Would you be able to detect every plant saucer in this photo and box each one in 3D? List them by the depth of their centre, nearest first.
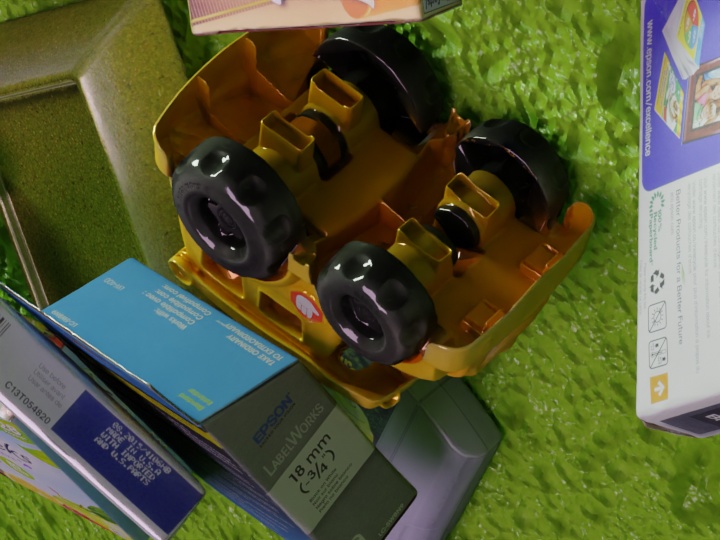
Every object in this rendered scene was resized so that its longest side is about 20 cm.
[{"bbox_3d":[-0.149,-0.045,1.546,0.200,0.048,0.200,-5,107,56],"label":"plant saucer"}]

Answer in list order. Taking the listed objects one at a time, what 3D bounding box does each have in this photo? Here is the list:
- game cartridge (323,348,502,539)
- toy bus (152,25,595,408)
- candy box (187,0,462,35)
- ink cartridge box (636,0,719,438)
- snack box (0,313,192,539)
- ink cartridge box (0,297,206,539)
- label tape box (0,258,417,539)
[{"bbox_3d":[-0.015,0.057,1.527,0.200,0.041,0.133,42,138,16],"label":"game cartridge"},{"bbox_3d":[0.000,0.000,1.386,0.200,0.136,0.192,35,146,20],"label":"toy bus"},{"bbox_3d":[-0.026,-0.208,1.236,0.115,0.055,0.201,-1,103,25],"label":"candy box"},{"bbox_3d":[0.185,-0.048,1.118,0.200,0.043,0.199,-23,60,56],"label":"ink cartridge box"},{"bbox_3d":[-0.221,0.071,1.684,0.200,0.068,0.169,22,161,35],"label":"snack box"},{"bbox_3d":[-0.167,0.061,1.462,0.200,0.041,0.200,42,173,-4],"label":"ink cartridge box"},{"bbox_3d":[-0.076,0.059,1.411,0.144,0.063,0.200,30,166,43],"label":"label tape box"}]
